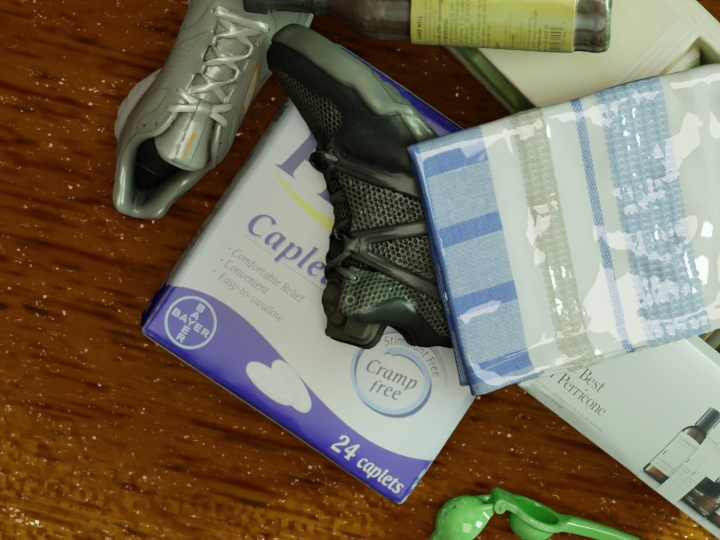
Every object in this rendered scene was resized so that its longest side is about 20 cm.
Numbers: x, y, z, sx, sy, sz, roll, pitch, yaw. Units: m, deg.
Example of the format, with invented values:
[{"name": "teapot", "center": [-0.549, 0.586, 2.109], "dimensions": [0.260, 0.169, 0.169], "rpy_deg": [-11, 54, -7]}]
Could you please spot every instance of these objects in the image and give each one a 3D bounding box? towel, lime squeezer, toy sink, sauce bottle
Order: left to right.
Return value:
[{"name": "sauce bottle", "center": [0.036, -0.152, 1.414], "dimensions": [0.198, 0.065, 0.065], "rpy_deg": [3, 92, 1]}, {"name": "lime squeezer", "center": [0.088, 0.164, 1.577], "dimensions": [0.198, 0.038, 0.071], "rpy_deg": [-12, 92, -3]}, {"name": "toy sink", "center": [0.131, -0.118, 1.502], "dimensions": [0.112, 0.130, 0.200], "rpy_deg": [-44, 79, -1]}, {"name": "towel", "center": [0.135, -0.023, 1.415], "dimensions": [0.198, 0.024, 0.148], "rpy_deg": [-14, 103, -5]}]

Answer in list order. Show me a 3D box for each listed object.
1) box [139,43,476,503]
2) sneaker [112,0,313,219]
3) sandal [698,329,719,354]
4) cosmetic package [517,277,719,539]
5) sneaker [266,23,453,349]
[{"name": "box", "center": [0.000, 0.000, 1.534], "dimensions": [0.183, 0.105, 0.201], "rpy_deg": [34, 89, -4]}, {"name": "sneaker", "center": [-0.082, -0.105, 1.490], "dimensions": [0.075, 0.092, 0.201], "rpy_deg": [23, 127, -12]}, {"name": "sandal", "center": [0.234, 0.005, 1.571], "dimensions": [0.200, 0.082, 0.055], "rpy_deg": [-39, 71, 6]}, {"name": "cosmetic package", "center": [0.173, 0.076, 1.508], "dimensions": [0.200, 0.051, 0.083], "rpy_deg": [37, 99, -31]}, {"name": "sneaker", "center": [-0.001, -0.035, 1.441], "dimensions": [0.114, 0.076, 0.200], "rpy_deg": [-41, 100, -8]}]
